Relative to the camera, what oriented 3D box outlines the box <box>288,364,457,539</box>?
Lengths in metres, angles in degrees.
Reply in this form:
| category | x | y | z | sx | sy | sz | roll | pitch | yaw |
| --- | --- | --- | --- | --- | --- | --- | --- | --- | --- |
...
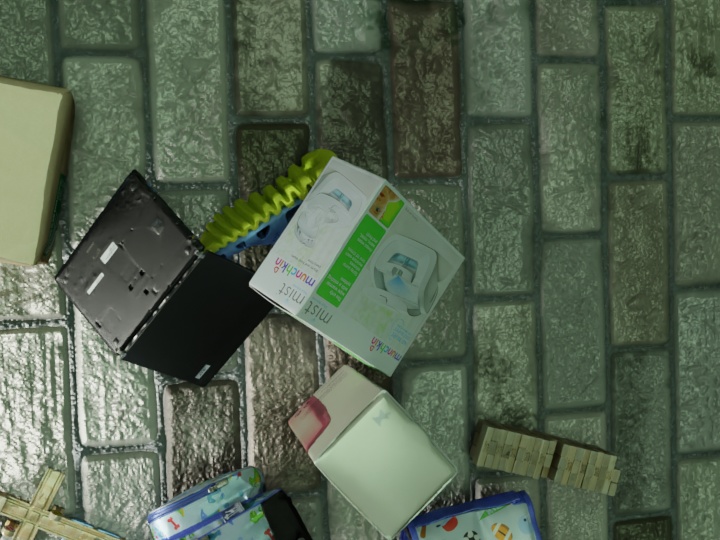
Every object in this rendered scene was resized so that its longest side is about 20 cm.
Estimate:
| category | x | y | z | sx | sy | sz | roll | pitch | yaw |
| --- | --- | --- | --- | --- | --- | --- | --- | --- | --- |
| box | 0.007 | 0.202 | 0.947 | 0.109 | 0.200 | 0.128 | -44 | 100 | -8 |

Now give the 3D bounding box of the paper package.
| category | x | y | z | sx | sy | sz | roll | pitch | yaw |
| --- | --- | --- | --- | --- | --- | --- | --- | --- | --- |
| paper package | -0.422 | -0.116 | 0.891 | 0.190 | 0.103 | 0.201 | 11 | 89 | -12 |

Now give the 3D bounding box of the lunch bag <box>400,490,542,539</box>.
| category | x | y | z | sx | sy | sz | roll | pitch | yaw |
| --- | --- | --- | --- | --- | --- | --- | --- | --- | --- |
| lunch bag | 0.143 | 0.383 | 1.025 | 0.169 | 0.124 | 0.201 | -11 | 103 | -12 |

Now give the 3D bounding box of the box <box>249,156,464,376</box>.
| category | x | y | z | sx | sy | sz | roll | pitch | yaw |
| --- | --- | --- | --- | --- | --- | --- | --- | --- | --- |
| box | 0.000 | 0.000 | 0.946 | 0.177 | 0.097 | 0.200 | -57 | 138 | -6 |

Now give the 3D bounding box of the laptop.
| category | x | y | z | sx | sy | sz | roll | pitch | yaw |
| --- | --- | --- | --- | --- | --- | --- | --- | --- | --- |
| laptop | -0.222 | 0.015 | 0.951 | 0.200 | 0.103 | 0.177 | 46 | 109 | 13 |

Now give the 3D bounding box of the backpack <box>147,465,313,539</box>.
| category | x | y | z | sx | sy | sz | roll | pitch | yaw |
| --- | --- | --- | --- | --- | --- | --- | --- | --- | --- |
| backpack | -0.165 | 0.319 | 0.930 | 0.200 | 0.183 | 0.147 | -29 | 75 | -9 |

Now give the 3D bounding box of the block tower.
| category | x | y | z | sx | sy | sz | roll | pitch | yaw |
| --- | --- | --- | --- | --- | --- | --- | --- | --- | --- |
| block tower | 0.240 | 0.245 | 1.074 | 0.199 | 0.058 | 0.054 | 16 | 89 | -14 |

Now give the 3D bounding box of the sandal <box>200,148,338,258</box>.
| category | x | y | z | sx | sy | sz | roll | pitch | yaw |
| --- | --- | --- | --- | --- | --- | --- | --- | --- | --- |
| sandal | -0.099 | -0.059 | 0.980 | 0.200 | 0.080 | 0.087 | -30 | 124 | -2 |

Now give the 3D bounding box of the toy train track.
| category | x | y | z | sx | sy | sz | roll | pitch | yaw |
| --- | --- | --- | --- | --- | --- | --- | --- | --- | --- |
| toy train track | -0.345 | 0.309 | 0.960 | 0.200 | 0.033 | 0.115 | 26 | 87 | -13 |
